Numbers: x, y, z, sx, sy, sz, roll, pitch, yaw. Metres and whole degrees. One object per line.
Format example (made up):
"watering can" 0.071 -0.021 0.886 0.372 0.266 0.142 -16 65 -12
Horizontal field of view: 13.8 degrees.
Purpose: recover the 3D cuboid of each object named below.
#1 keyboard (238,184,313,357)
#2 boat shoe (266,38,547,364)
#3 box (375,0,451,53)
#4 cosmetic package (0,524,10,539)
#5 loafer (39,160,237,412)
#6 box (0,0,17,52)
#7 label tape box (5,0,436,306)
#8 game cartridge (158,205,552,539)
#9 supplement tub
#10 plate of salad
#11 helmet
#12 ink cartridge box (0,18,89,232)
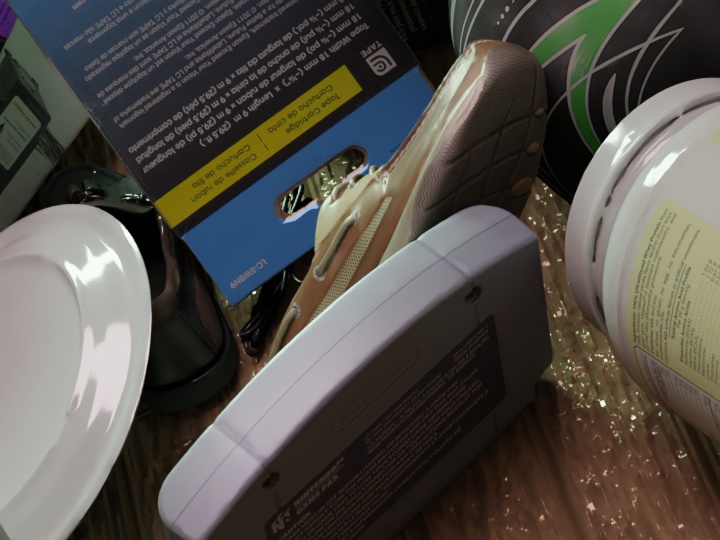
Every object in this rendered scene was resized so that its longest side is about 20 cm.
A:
"keyboard" 0.000 0.000 1.410 0.127 0.021 0.200 -8 40 22
"boat shoe" 0.013 -0.015 1.290 0.072 0.076 0.200 35 105 33
"box" -0.003 -0.212 1.577 0.198 0.123 0.200 -25 38 0
"cosmetic package" -0.208 0.204 1.168 0.166 0.168 0.200 -18 37 8
"loafer" -0.114 -0.009 1.450 0.072 0.063 0.200 -30 38 -6
"box" -0.282 -0.118 1.479 0.200 0.106 0.122 -20 32 29
"label tape box" -0.063 -0.102 1.433 0.144 0.200 0.063 -35 -1 -3
"game cartridge" 0.000 0.065 1.239 0.041 0.133 0.200 38 67 25
"supplement tub" 0.188 0.013 1.182 0.145 0.145 0.200 -37 39 -14
"plate of salad" -0.158 0.065 1.376 0.200 0.048 0.201 -28 48 36
"helmet" 0.137 -0.125 1.334 0.200 0.191 0.200 -16 39 14
"ink cartridge box" -0.231 -0.068 1.549 0.145 0.083 0.200 -8 40 43
